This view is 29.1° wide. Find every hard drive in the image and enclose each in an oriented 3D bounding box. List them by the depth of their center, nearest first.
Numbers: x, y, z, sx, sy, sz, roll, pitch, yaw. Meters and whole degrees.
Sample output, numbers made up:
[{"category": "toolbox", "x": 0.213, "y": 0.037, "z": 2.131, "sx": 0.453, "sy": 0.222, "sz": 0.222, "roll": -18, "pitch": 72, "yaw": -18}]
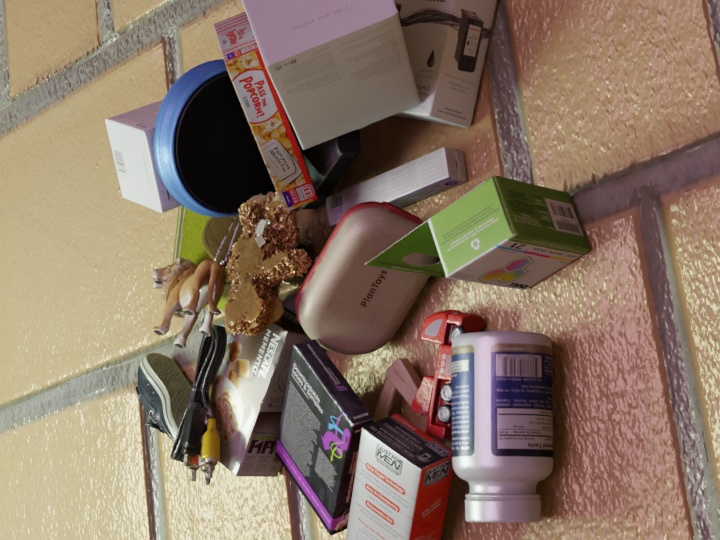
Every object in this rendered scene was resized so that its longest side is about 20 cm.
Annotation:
[{"category": "hard drive", "x": -0.047, "y": -0.175, "z": 1.736, "sx": 0.200, "sy": 0.033, "sz": 0.141, "roll": 133, "pitch": 133, "yaw": -67}]

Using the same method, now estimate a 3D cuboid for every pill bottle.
[{"category": "pill bottle", "x": 0.154, "y": 0.171, "z": 1.507, "sx": 0.111, "sy": 0.111, "sz": 0.202, "roll": -7, "pitch": 78, "yaw": 41}]

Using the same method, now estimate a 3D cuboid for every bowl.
[{"category": "bowl", "x": -0.166, "y": -0.165, "z": 1.754, "sx": 0.039, "sy": 0.200, "sz": 0.202, "roll": 20, "pitch": 97, "yaw": 50}]

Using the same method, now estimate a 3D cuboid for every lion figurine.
[{"category": "lion figurine", "x": -0.212, "y": 0.026, "z": 1.800, "sx": 0.199, "sy": 0.072, "sz": 0.123, "roll": -18, "pitch": 47, "yaw": 53}]

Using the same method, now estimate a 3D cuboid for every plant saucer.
[{"category": "plant saucer", "x": -0.192, "y": -0.049, "z": 1.902, "sx": 0.199, "sy": 0.048, "sz": 0.201, "roll": 2, "pitch": 85, "yaw": 43}]

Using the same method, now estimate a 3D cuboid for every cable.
[{"category": "cable", "x": -0.199, "y": 0.174, "z": 1.786, "sx": 0.097, "sy": 0.050, "sz": 0.202, "roll": -21, "pitch": 55, "yaw": 59}]

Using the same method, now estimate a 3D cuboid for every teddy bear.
[{"category": "teddy bear", "x": -0.114, "y": -0.012, "z": 1.709, "sx": 0.144, "sy": 0.067, "sz": 0.201, "roll": -25, "pitch": 53, "yaw": 29}]

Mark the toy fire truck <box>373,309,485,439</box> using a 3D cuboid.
[{"category": "toy fire truck", "x": 0.070, "y": 0.142, "z": 1.630, "sx": 0.140, "sy": 0.049, "sz": 0.202, "roll": 7, "pitch": 88, "yaw": 44}]

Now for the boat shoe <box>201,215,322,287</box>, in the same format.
[{"category": "boat shoe", "x": -0.117, "y": -0.019, "z": 1.796, "sx": 0.199, "sy": 0.066, "sz": 0.074, "roll": 23, "pitch": 92, "yaw": 29}]

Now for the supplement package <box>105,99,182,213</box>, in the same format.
[{"category": "supplement package", "x": -0.212, "y": -0.167, "z": 1.813, "sx": 0.109, "sy": 0.199, "sz": 0.115, "roll": 21, "pitch": 127, "yaw": 49}]

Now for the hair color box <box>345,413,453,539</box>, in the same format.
[{"category": "hair color box", "x": 0.041, "y": 0.278, "z": 1.583, "sx": 0.101, "sy": 0.061, "sz": 0.201, "roll": 31, "pitch": 124, "yaw": 38}]

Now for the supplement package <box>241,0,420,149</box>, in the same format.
[{"category": "supplement package", "x": -0.037, "y": -0.265, "z": 1.547, "sx": 0.151, "sy": 0.200, "sz": 0.152, "roll": -21, "pitch": 67, "yaw": 1}]

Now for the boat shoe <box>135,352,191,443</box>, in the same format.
[{"category": "boat shoe", "x": -0.257, "y": 0.197, "z": 1.908, "sx": 0.200, "sy": 0.074, "sz": 0.063, "roll": 51, "pitch": 122, "yaw": 40}]

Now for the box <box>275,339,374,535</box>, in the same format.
[{"category": "box", "x": -0.046, "y": 0.202, "z": 1.678, "sx": 0.143, "sy": 0.036, "sz": 0.201, "roll": 51, "pitch": 145, "yaw": 36}]

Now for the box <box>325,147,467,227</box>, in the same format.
[{"category": "box", "x": 0.042, "y": -0.098, "z": 1.702, "sx": 0.199, "sy": 0.039, "sz": 0.042, "roll": -22, "pitch": 70, "yaw": 38}]

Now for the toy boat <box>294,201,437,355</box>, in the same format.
[{"category": "toy boat", "x": 0.000, "y": 0.000, "z": 1.689, "sx": 0.201, "sy": 0.130, "sz": 0.131, "roll": -58, "pitch": 20, "yaw": 18}]

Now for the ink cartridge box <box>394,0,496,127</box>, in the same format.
[{"category": "ink cartridge box", "x": 0.077, "y": -0.284, "z": 1.669, "sx": 0.145, "sy": 0.083, "sz": 0.202, "roll": 14, "pitch": 94, "yaw": 43}]

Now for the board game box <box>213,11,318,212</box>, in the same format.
[{"category": "board game box", "x": -0.114, "y": -0.191, "z": 1.663, "sx": 0.046, "sy": 0.201, "sz": 0.152, "roll": -22, "pitch": 29, "yaw": 0}]

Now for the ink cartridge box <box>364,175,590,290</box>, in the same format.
[{"category": "ink cartridge box", "x": 0.129, "y": -0.016, "z": 1.536, "sx": 0.200, "sy": 0.147, "sz": 0.076, "roll": -35, "pitch": 63, "yaw": 34}]

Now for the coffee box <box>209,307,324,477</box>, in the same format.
[{"category": "coffee box", "x": -0.132, "y": 0.151, "z": 1.793, "sx": 0.114, "sy": 0.079, "sz": 0.201, "roll": 30, "pitch": 104, "yaw": 41}]
